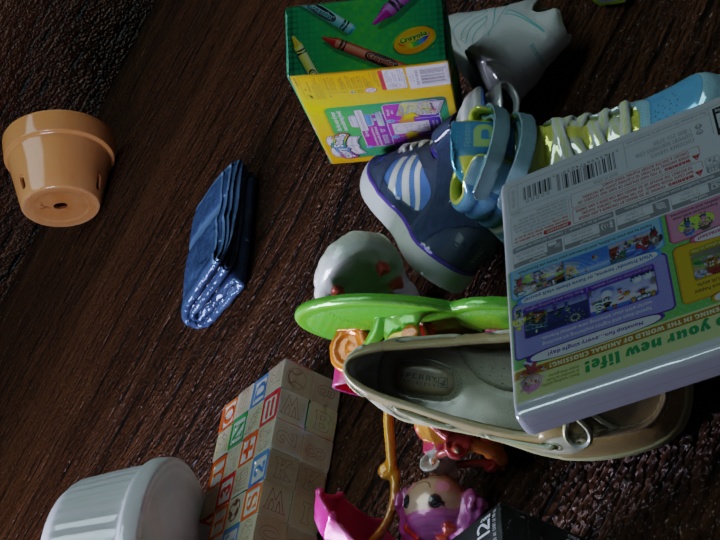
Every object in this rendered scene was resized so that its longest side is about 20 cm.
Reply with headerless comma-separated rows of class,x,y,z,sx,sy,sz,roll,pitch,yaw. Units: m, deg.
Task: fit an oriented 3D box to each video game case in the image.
video game case,0.171,-0.015,0.712,0.199,0.022,0.183,-21,41,22

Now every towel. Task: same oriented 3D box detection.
towel,-0.170,-0.032,1.555,0.112,0.048,0.201,-49,27,35

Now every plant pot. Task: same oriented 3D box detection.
plant pot,-0.530,-0.170,2.341,0.200,0.199,0.141,-40,50,45

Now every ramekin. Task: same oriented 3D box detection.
ramekin,-0.190,0.255,1.083,0.202,0.094,0.204,-5,-90,-80

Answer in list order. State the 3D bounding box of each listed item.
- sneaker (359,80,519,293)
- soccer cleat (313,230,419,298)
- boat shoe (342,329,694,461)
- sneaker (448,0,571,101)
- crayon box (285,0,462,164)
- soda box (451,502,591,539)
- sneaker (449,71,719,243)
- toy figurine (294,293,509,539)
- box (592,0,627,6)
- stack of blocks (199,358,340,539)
sneaker,0.076,-0.086,1.020,0.147,0.080,0.200,-59,25,18
soccer cleat,0.000,0.000,0.986,0.069,0.200,0.078,-27,72,5
boat shoe,0.087,0.066,0.757,0.200,0.063,0.074,7,85,31
sneaker,0.118,-0.183,1.077,0.080,0.071,0.200,-37,21,2
crayon box,0.017,-0.146,1.042,0.200,0.118,0.059,61,-155,-74
soda box,0.083,0.227,0.686,0.063,0.071,0.201,-47,28,38
sneaker,0.132,-0.076,0.826,0.200,0.130,0.080,-42,30,42
toy figurine,0.042,0.120,0.872,0.199,0.150,0.185,-6,71,36
box,0.184,-0.313,0.978,0.201,0.122,0.048,-65,19,-2
stack of blocks,-0.082,0.190,1.108,0.115,0.058,0.201,-39,33,46
